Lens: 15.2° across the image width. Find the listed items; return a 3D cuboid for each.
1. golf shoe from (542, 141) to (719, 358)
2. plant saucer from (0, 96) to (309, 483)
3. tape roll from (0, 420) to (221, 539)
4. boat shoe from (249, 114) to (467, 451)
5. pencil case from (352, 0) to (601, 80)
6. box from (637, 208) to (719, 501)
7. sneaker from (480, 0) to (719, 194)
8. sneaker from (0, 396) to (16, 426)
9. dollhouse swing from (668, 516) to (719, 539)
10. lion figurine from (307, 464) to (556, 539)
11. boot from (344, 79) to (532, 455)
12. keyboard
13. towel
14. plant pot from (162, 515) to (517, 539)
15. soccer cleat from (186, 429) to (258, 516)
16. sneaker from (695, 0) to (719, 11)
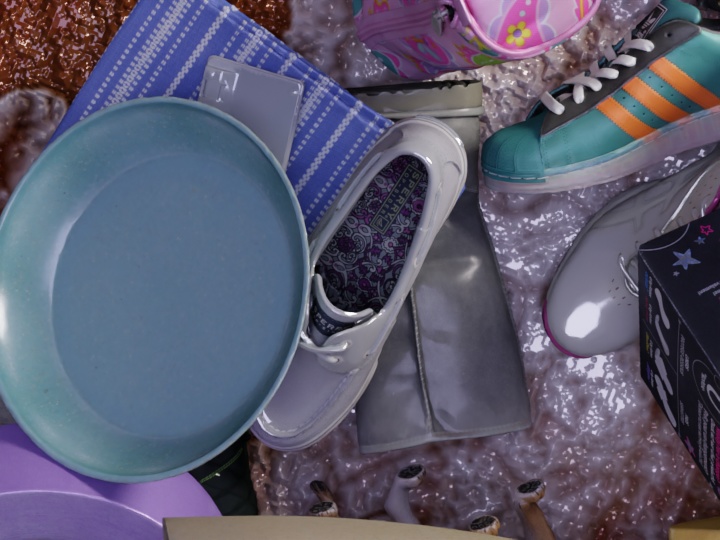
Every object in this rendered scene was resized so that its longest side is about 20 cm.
[{"bbox_3d":[0.181,-0.023,1.461,0.200,0.092,0.075,-39,92,5],"label":"golf shoe"},{"bbox_3d":[-0.105,0.011,1.399,0.199,0.036,0.201,-5,80,27],"label":"plant saucer"},{"bbox_3d":[-0.167,0.181,1.453,0.199,0.066,0.201,-1,122,-1],"label":"tape roll"},{"bbox_3d":[-0.007,0.014,1.397,0.072,0.069,0.200,37,109,3],"label":"boat shoe"},{"bbox_3d":[0.055,-0.145,1.405,0.087,0.200,0.088,-1,92,-15],"label":"pencil case"},{"bbox_3d":[0.257,0.024,1.405,0.200,0.132,0.115,-24,57,-9],"label":"box"},{"bbox_3d":[0.153,-0.103,1.452,0.199,0.071,0.080,-19,108,-3],"label":"sneaker"},{"bbox_3d":[-0.215,0.123,1.501,0.200,0.074,0.116,33,114,-10],"label":"sneaker"},{"bbox_3d":[0.202,0.232,1.500,0.181,0.176,0.201,-5,93,-39],"label":"dollhouse swing"},{"bbox_3d":[0.059,0.174,1.471,0.072,0.200,0.123,-37,121,-35],"label":"lion figurine"},{"bbox_3d":[-0.001,0.000,1.487,0.181,0.073,0.201,-3,99,4],"label":"boot"},{"bbox_3d":[-0.077,-0.010,1.431,0.056,0.011,0.201,16,102,11],"label":"keyboard"},{"bbox_3d":[-0.060,-0.052,1.443,0.200,0.024,0.145,36,108,4],"label":"towel"},{"bbox_3d":[0.013,0.200,1.339,0.199,0.187,0.188,-9,92,-6],"label":"plant pot"},{"bbox_3d":[-0.084,0.051,1.487,0.081,0.068,0.201,-20,89,3],"label":"soccer cleat"},{"bbox_3d":[0.163,-0.193,1.469,0.199,0.073,0.072,16,137,-9],"label":"sneaker"}]
